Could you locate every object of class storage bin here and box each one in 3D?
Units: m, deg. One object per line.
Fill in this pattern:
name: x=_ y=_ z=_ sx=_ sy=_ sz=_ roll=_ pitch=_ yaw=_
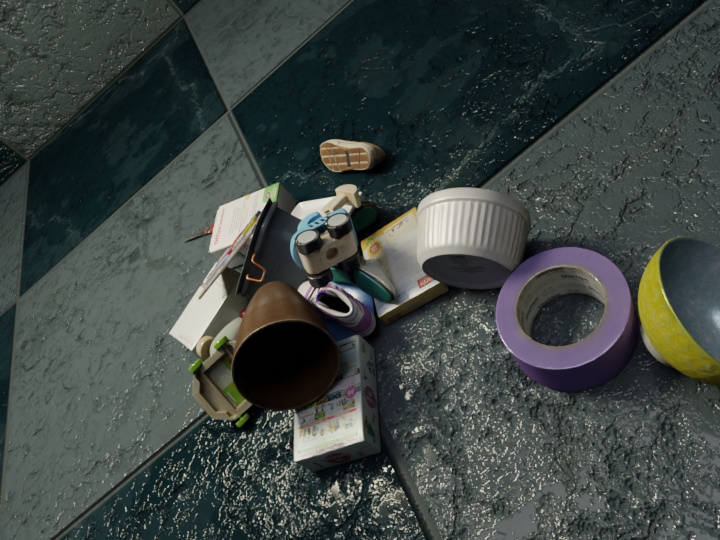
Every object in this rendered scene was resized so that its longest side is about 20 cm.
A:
storage bin: x=-0.166 y=-0.022 z=1.197 sx=0.147 sy=0.131 sz=0.203 roll=-79 pitch=11 yaw=-58

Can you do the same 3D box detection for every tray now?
tray: x=-0.087 y=-0.118 z=1.266 sx=0.196 sy=0.022 sz=0.109 roll=-4 pitch=45 yaw=40

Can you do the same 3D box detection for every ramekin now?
ramekin: x=0.186 y=-0.045 z=0.980 sx=0.196 sy=0.199 sz=0.108 roll=-2 pitch=67 yaw=34

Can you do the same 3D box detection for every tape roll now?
tape roll: x=0.312 y=0.072 z=0.878 sx=0.196 sy=0.085 sz=0.204 roll=-18 pitch=51 yaw=24

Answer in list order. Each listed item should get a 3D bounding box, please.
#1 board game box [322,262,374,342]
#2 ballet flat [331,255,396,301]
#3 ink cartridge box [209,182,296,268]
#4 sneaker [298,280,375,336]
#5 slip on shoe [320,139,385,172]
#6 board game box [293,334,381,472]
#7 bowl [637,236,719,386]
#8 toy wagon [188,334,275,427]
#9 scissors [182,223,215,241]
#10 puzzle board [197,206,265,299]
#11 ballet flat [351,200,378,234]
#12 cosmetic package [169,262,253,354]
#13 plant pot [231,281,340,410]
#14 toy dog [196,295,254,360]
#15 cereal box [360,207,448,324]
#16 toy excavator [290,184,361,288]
board game box: x=-0.036 y=0.073 z=1.164 sx=0.155 sy=0.039 sz=0.205 roll=-21 pitch=57 yaw=22
ballet flat: x=0.000 y=0.000 z=1.116 sx=0.197 sy=0.070 sz=0.070 roll=18 pitch=70 yaw=38
ink cartridge box: x=-0.264 y=-0.109 z=1.423 sx=0.196 sy=0.084 sz=0.148 roll=-17 pitch=51 yaw=25
sneaker: x=-0.067 y=0.050 z=1.096 sx=0.198 sy=0.114 sz=0.074 roll=20 pitch=79 yaw=39
slip on shoe: x=-0.022 y=-0.281 z=1.392 sx=0.060 sy=0.078 sz=0.198 roll=-21 pitch=21 yaw=-36
board game box: x=-0.045 y=0.236 z=1.036 sx=0.145 sy=0.064 sz=0.204 roll=-22 pitch=48 yaw=23
bowl: x=0.436 y=0.069 z=0.758 sx=0.108 sy=0.195 sz=0.204 roll=122 pitch=156 yaw=-52
toy wagon: x=-0.239 y=0.205 z=1.151 sx=0.199 sy=0.156 sz=0.040 roll=-42 pitch=4 yaw=1
scissors: x=-0.414 y=-0.115 z=1.589 sx=0.196 sy=0.014 sz=0.075 roll=-4 pitch=60 yaw=35
puzzle board: x=-0.274 y=-0.043 z=1.236 sx=0.200 sy=0.017 sz=0.152 roll=-48 pitch=14 yaw=21
ballet flat: x=-0.049 y=-0.092 z=1.278 sx=0.198 sy=0.068 sz=0.073 roll=-36 pitch=25 yaw=9
cosmetic package: x=-0.336 y=0.096 z=1.333 sx=0.111 sy=0.081 sz=0.203 roll=18 pitch=70 yaw=40
plant pot: x=-0.144 y=0.111 z=1.047 sx=0.185 sy=0.188 sz=0.201 roll=-36 pitch=32 yaw=8
toy dog: x=-0.254 y=0.146 z=1.252 sx=0.198 sy=0.097 sz=0.132 roll=-35 pitch=41 yaw=-11
cereal box: x=0.081 y=-0.011 z=1.135 sx=0.142 sy=0.039 sz=0.203 roll=-30 pitch=48 yaw=19
toy excavator: x=-0.059 y=-0.087 z=1.113 sx=0.191 sy=0.102 sz=0.200 roll=-28 pitch=37 yaw=-12
